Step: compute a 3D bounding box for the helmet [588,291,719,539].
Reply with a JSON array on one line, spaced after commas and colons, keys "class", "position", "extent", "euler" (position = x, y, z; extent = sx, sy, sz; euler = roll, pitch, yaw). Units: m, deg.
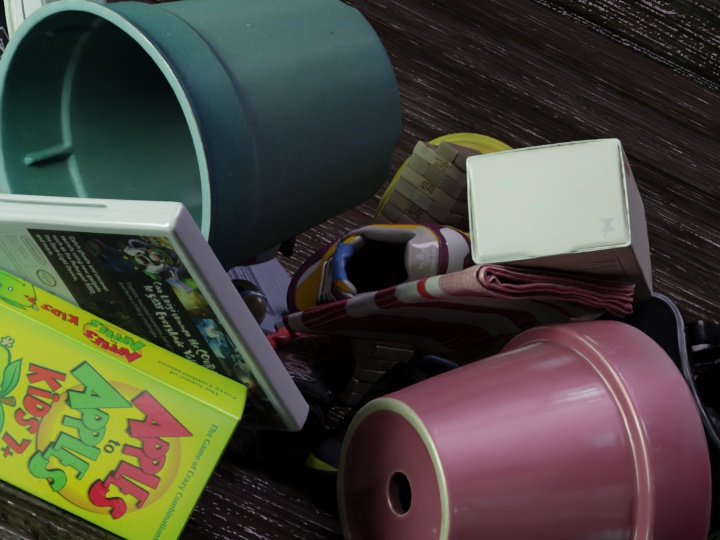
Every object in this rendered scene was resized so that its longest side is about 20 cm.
[{"class": "helmet", "position": [0.205, 0.115, 1.858], "extent": [0.199, 0.190, 0.201], "euler": [27, 48, -35]}]

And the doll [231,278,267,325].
[{"class": "doll", "position": [-0.123, 0.026, 1.752], "extent": [0.136, 0.049, 0.200], "euler": [-8, -7, 29]}]

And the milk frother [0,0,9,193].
[{"class": "milk frother", "position": [-0.297, -0.090, 1.791], "extent": [0.189, 0.180, 0.200], "euler": [63, -16, -2]}]

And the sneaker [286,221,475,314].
[{"class": "sneaker", "position": [0.000, 0.000, 1.822], "extent": [0.090, 0.075, 0.199], "euler": [12, -18, -41]}]

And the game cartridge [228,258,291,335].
[{"class": "game cartridge", "position": [-0.106, 0.010, 1.944], "extent": [0.132, 0.041, 0.200], "euler": [17, 20, -23]}]

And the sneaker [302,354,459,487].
[{"class": "sneaker", "position": [0.018, 0.104, 1.779], "extent": [0.074, 0.081, 0.200], "euler": [29, 17, 5]}]

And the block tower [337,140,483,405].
[{"class": "block tower", "position": [0.032, 0.000, 1.905], "extent": [0.054, 0.201, 0.058], "euler": [37, 14, 31]}]

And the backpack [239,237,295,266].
[{"class": "backpack", "position": [-0.120, -0.068, 1.823], "extent": [0.126, 0.168, 0.200], "euler": [-14, 25, -20]}]

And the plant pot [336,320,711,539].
[{"class": "plant pot", "position": [0.092, 0.136, 1.647], "extent": [0.178, 0.201, 0.200], "euler": [-4, 32, -32]}]

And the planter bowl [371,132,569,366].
[{"class": "planter bowl", "position": [0.060, 0.000, 1.981], "extent": [0.083, 0.201, 0.200], "euler": [-12, 41, -46]}]

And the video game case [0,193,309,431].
[{"class": "video game case", "position": [-0.144, 0.024, 1.536], "extent": [0.181, 0.023, 0.200], "euler": [4, -36, 28]}]

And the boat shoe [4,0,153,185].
[{"class": "boat shoe", "position": [-0.185, -0.112, 1.698], "extent": [0.073, 0.201, 0.067], "euler": [-17, 17, -35]}]

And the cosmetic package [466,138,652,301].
[{"class": "cosmetic package", "position": [0.133, -0.026, 1.714], "extent": [0.104, 0.072, 0.200], "euler": [-6, -12, 8]}]

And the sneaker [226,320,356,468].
[{"class": "sneaker", "position": [-0.050, 0.086, 1.746], "extent": [0.098, 0.071, 0.200], "euler": [35, 20, 23]}]

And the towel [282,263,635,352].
[{"class": "towel", "position": [0.063, 0.028, 1.722], "extent": [0.143, 0.023, 0.199], "euler": [8, -15, -39]}]

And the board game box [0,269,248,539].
[{"class": "board game box", "position": [-0.177, 0.075, 1.517], "extent": [0.199, 0.102, 0.048], "euler": [26, 20, -6]}]

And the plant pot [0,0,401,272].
[{"class": "plant pot", "position": [-0.091, -0.088, 1.622], "extent": [0.196, 0.201, 0.200], "euler": [-21, 48, -42]}]
